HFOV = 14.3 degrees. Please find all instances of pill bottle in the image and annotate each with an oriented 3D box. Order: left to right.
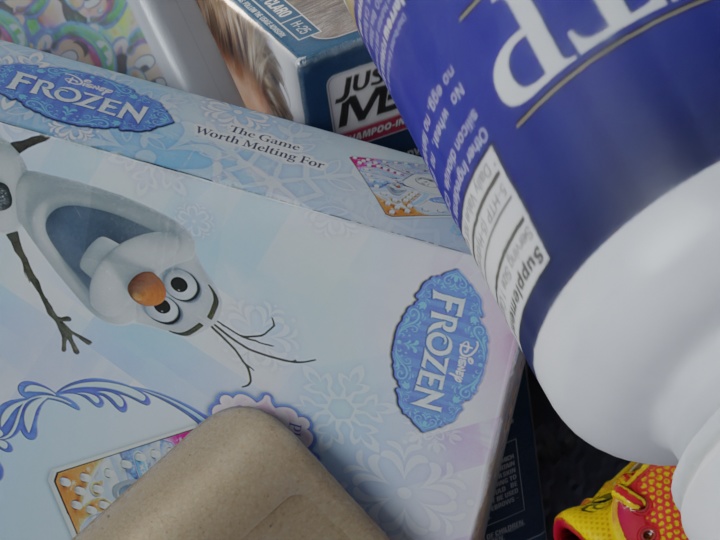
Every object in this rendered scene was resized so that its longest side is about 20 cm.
[{"bbox_3d":[0.083,-0.024,0.672,0.120,0.120,0.200,-46,57,31],"label":"pill bottle"}]

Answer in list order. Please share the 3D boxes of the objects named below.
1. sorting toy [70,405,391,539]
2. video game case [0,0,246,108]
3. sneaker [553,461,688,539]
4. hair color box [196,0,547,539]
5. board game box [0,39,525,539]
[{"bbox_3d":[-0.033,0.164,0.774,0.185,0.200,0.036,-42,11,-2],"label":"sorting toy"},{"bbox_3d":[-0.135,-0.089,0.833,0.182,0.024,0.200,-24,92,40],"label":"video game case"},{"bbox_3d":[0.099,0.060,0.766,0.200,0.077,0.073,-63,5,-23],"label":"sneaker"},{"bbox_3d":[0.000,0.000,0.846,0.100,0.060,0.200,43,147,53],"label":"hair color box"},{"bbox_3d":[-0.060,0.043,0.799,0.199,0.043,0.200,17,126,7],"label":"board game box"}]
